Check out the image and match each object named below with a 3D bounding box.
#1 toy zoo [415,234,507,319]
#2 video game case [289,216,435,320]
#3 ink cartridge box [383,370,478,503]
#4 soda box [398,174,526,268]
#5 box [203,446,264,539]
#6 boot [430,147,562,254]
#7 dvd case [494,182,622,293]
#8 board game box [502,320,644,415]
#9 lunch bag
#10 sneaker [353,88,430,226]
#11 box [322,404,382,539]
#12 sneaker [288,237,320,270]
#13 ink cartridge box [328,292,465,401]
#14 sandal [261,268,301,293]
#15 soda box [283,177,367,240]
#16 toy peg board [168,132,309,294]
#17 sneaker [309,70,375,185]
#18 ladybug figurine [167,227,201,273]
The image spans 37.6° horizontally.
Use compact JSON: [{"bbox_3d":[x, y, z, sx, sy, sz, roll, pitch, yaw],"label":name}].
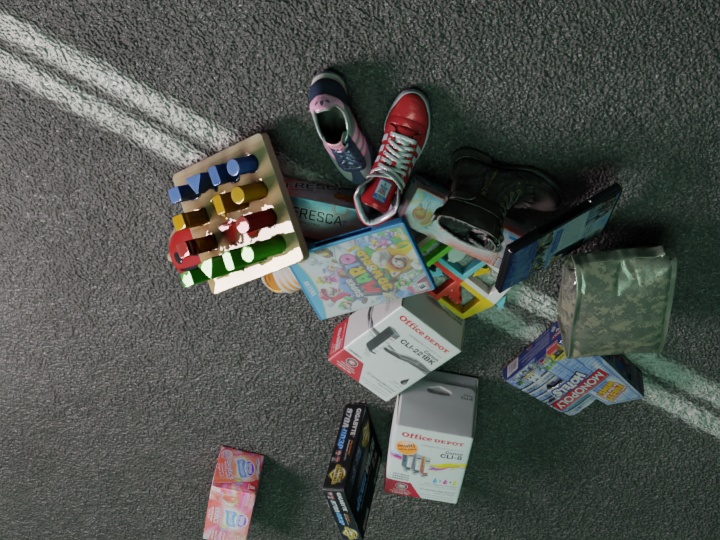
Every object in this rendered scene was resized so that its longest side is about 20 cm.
[{"bbox_3d":[0.165,0.007,1.747,0.199,0.021,0.131,37,128,-22],"label":"toy zoo"},{"bbox_3d":[0.000,0.000,1.632,0.197,0.018,0.144,-15,129,17],"label":"video game case"},{"bbox_3d":[0.128,0.300,1.937,0.143,0.146,0.202,9,132,2],"label":"ink cartridge box"},{"bbox_3d":[0.158,-0.071,1.625,0.198,0.069,0.064,25,110,-12],"label":"soda box"},{"bbox_3d":[-0.264,0.471,2.193,0.093,0.103,0.202,13,132,-2],"label":"box"},{"bbox_3d":[0.201,-0.086,1.548,0.197,0.175,0.070,18,133,-5],"label":"boot"},{"bbox_3d":[0.291,-0.047,1.565,0.198,0.018,0.143,-29,158,-12],"label":"dvd case"},{"bbox_3d":[0.383,0.184,1.842,0.198,0.062,0.200,29,131,-15],"label":"board game box"},{"bbox_3d":[0.398,0.034,1.655,0.161,0.119,0.202,-4,137,-1],"label":"lunch bag"},{"bbox_3d":[0.046,-0.157,1.534,0.070,0.113,0.202,20,118,4],"label":"sneaker"},{"bbox_3d":[-0.012,0.379,1.997,0.045,0.201,0.160,-1,132,17],"label":"box"},{"bbox_3d":[-0.075,0.006,1.690,0.197,0.074,0.117,5,114,-14],"label":"sneaker"},{"bbox_3d":[0.063,0.118,1.823,0.144,0.084,0.199,36,128,-21],"label":"ink cartridge box"},{"bbox_3d":[-0.094,-0.014,1.747,0.079,0.060,0.206,40,126,-24],"label":"sandal"},{"bbox_3d":[-0.068,-0.093,1.660,0.197,0.064,0.069,11,119,-1],"label":"soda box"},{"bbox_3d":[-0.207,-0.077,1.600,0.198,0.097,0.202,-19,91,34],"label":"toy peg board"},{"bbox_3d":[-0.031,-0.189,1.558,0.069,0.083,0.201,-13,131,17],"label":"sneaker"},{"bbox_3d":[-0.234,-0.035,1.744,0.198,0.072,0.136,-15,128,23],"label":"ladybug figurine"}]
